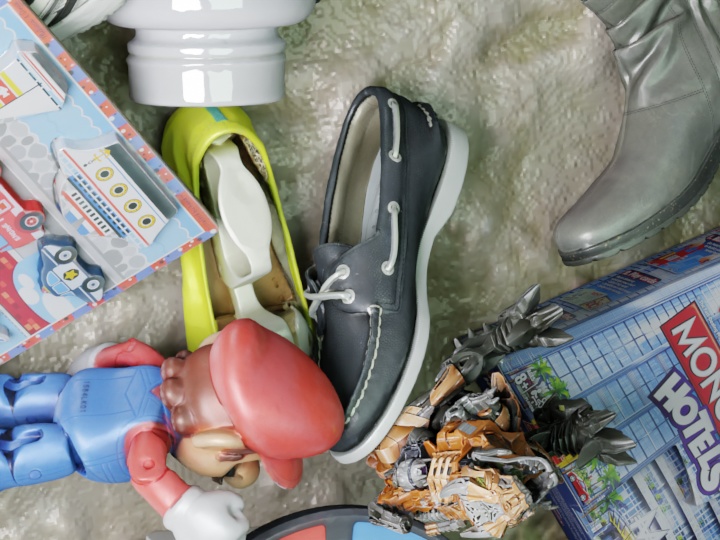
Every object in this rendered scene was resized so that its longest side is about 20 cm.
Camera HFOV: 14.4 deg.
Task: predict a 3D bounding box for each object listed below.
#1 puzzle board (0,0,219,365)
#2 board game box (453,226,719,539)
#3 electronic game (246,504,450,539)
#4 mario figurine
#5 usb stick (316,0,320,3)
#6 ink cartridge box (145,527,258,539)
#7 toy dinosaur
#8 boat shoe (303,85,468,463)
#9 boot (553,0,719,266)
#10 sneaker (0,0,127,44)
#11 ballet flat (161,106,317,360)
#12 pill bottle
[{"bbox_3d":[-0.176,-0.034,1.353,0.151,0.017,0.200,-30,138,8],"label":"puzzle board"},{"bbox_3d":[0.185,0.067,1.574,0.200,0.062,0.200,-36,111,-13],"label":"board game box"},{"bbox_3d":[-0.013,0.217,1.435,0.200,0.042,0.200,-4,100,-23],"label":"electronic game"},{"bbox_3d":[-0.105,0.089,1.404,0.200,0.106,0.124,-7,80,8],"label":"mario figurine"},{"bbox_3d":[0.021,-0.228,1.466,0.055,0.033,0.200,41,83,-32],"label":"usb stick"},{"bbox_3d":[-0.046,0.242,1.495,0.147,0.083,0.200,0,100,-23],"label":"ink cartridge box"},{"bbox_3d":[0.050,0.081,1.424,0.136,0.200,0.102,-34,127,-15],"label":"toy dinosaur"},{"bbox_3d":[0.000,0.000,1.452,0.060,0.076,0.200,30,55,-29],"label":"boat shoe"},{"bbox_3d":[0.150,-0.105,1.533,0.200,0.068,0.131,-42,108,-19],"label":"boot"},{"bbox_3d":[-0.198,-0.116,1.332,0.200,0.088,0.076,-39,72,13],"label":"sneaker"},{"bbox_3d":[-0.058,0.009,1.456,0.067,0.067,0.200,-18,106,-19],"label":"ballet flat"},{"bbox_3d":[-0.076,-0.183,1.388,0.109,0.109,0.200,-4,99,-22],"label":"pill bottle"}]
